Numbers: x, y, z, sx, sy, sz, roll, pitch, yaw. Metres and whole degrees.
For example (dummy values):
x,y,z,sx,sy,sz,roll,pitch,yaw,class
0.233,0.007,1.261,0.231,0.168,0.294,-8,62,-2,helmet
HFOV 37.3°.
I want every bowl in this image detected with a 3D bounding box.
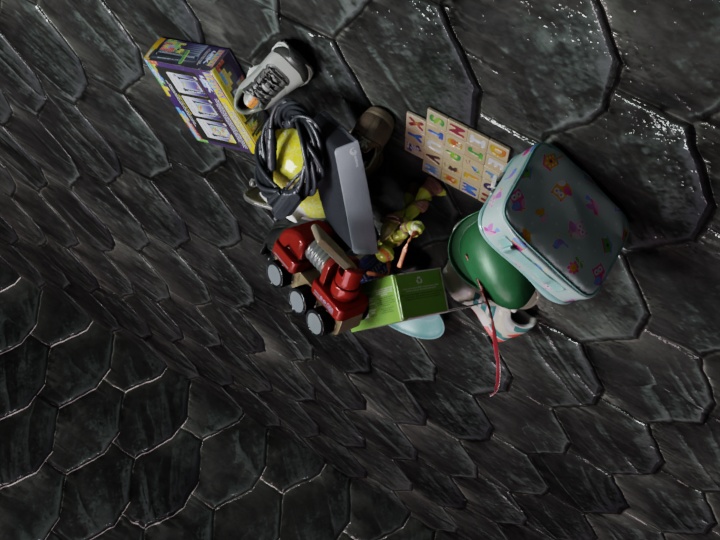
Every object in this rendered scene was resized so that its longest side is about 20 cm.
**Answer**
x,y,z,sx,sy,sz,roll,pitch,yaw,class
-0.105,-0.146,1.768,0.200,0.108,0.200,37,172,6,bowl

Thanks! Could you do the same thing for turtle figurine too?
x,y,z,sx,sy,sz,roll,pitch,yaw,class
0.061,-0.069,1.679,0.064,0.162,0.200,35,158,-4,turtle figurine

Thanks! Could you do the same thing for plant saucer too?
x,y,z,sx,sy,sz,roll,pitch,yaw,class
0.081,0.059,2.070,0.199,0.036,0.200,26,154,14,plant saucer

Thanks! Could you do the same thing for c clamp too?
x,y,z,sx,sy,sz,roll,pitch,yaw,class
-0.120,-0.130,1.899,0.199,0.171,0.027,19,110,18,c clamp

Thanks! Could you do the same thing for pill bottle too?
x,y,z,sx,sy,sz,roll,pitch,yaw,class
0.000,0.000,1.841,0.111,0.112,0.201,17,148,37,pill bottle

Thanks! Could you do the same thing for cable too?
x,y,z,sx,sy,sz,roll,pitch,yaw,class
-0.107,-0.179,1.626,0.050,0.164,0.200,0,151,-27,cable

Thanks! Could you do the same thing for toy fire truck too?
x,y,z,sx,sy,sz,roll,pitch,yaw,class
-0.062,-0.018,1.648,0.176,0.128,0.201,48,138,28,toy fire truck

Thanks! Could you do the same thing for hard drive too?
x,y,z,sx,sy,sz,roll,pitch,yaw,class
-0.028,-0.128,1.619,0.135,0.042,0.201,48,155,49,hard drive

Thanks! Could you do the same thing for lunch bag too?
x,y,z,sx,sy,sz,roll,pitch,yaw,class
0.254,-0.060,1.428,0.200,0.161,0.077,40,157,-16,lunch bag

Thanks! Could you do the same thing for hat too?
x,y,z,sx,sy,sz,roll,pitch,yaw,class
0.215,0.035,1.577,0.165,0.177,0.200,-24,125,26,hat

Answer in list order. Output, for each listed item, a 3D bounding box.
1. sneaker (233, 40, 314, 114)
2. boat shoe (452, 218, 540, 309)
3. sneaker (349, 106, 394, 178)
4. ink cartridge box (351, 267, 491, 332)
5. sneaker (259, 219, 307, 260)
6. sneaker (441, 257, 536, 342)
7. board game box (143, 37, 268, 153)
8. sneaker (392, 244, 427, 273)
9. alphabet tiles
x,y,z,sx,sy,sz,roll,pitch,yaw,class
-0.135,-0.285,1.626,0.074,0.080,0.200,42,155,-13,sneaker
0.211,-0.019,1.696,0.072,0.063,0.200,-36,118,22,boat shoe
-0.003,-0.181,1.654,0.070,0.076,0.200,32,158,4,sneaker
0.094,0.041,1.752,0.147,0.199,0.076,-16,85,54,ink cartridge box
-0.131,-0.058,2.067,0.076,0.091,0.200,42,156,-15,sneaker
0.224,0.040,1.823,0.093,0.071,0.200,-20,123,42,sneaker
-0.250,-0.293,1.801,0.164,0.057,0.200,16,151,34,board game box
0.033,-0.038,1.929,0.199,0.076,0.088,27,143,8,sneaker
0.152,-0.162,1.568,0.199,0.006,0.167,29,157,13,alphabet tiles
